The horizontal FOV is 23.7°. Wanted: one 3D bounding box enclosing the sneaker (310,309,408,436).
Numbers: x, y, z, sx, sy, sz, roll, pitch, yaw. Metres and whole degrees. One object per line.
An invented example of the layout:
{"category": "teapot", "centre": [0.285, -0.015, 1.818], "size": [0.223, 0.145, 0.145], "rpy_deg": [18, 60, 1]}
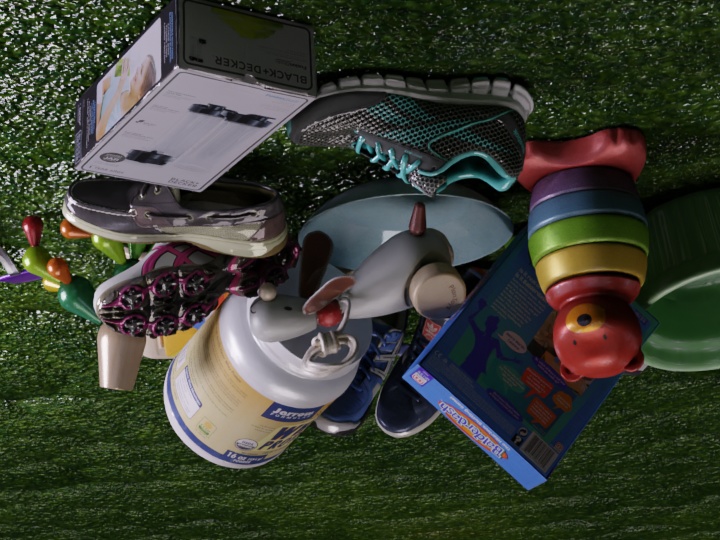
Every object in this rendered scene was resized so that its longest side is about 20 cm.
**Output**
{"category": "sneaker", "centre": [-0.004, 0.087, 1.766], "size": [0.076, 0.200, 0.077], "rpy_deg": [23, 136, 3]}

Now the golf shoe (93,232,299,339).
{"category": "golf shoe", "centre": [-0.157, -0.001, 1.531], "size": [0.200, 0.092, 0.073], "rpy_deg": [-21, 133, -32]}

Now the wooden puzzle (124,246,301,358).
{"category": "wooden puzzle", "centre": [-0.138, 0.043, 1.734], "size": [0.199, 0.037, 0.185], "rpy_deg": [3, 145, 1]}

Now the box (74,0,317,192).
{"category": "box", "centre": [-0.129, -0.130, 1.306], "size": [0.116, 0.060, 0.200], "rpy_deg": [9, 158, -28]}

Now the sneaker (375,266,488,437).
{"category": "sneaker", "centre": [0.075, 0.078, 1.759], "size": [0.075, 0.200, 0.085], "rpy_deg": [32, 174, 26]}

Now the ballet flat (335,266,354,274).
{"category": "ballet flat", "centre": [-0.041, 0.035, 1.778], "size": [0.066, 0.057, 0.200], "rpy_deg": [9, 157, -26]}

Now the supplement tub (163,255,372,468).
{"category": "supplement tub", "centre": [-0.089, 0.088, 1.650], "size": [0.144, 0.145, 0.200], "rpy_deg": [9, 144, -29]}

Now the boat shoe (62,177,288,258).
{"category": "boat shoe", "centre": [-0.160, -0.062, 1.493], "size": [0.200, 0.072, 0.066], "rpy_deg": [10, 129, 5]}

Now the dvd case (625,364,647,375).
{"category": "dvd case", "centre": [0.287, 0.032, 1.760], "size": [0.148, 0.016, 0.200], "rpy_deg": [11, 132, -33]}

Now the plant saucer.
{"category": "plant saucer", "centre": [0.041, -0.049, 1.585], "size": [0.200, 0.039, 0.201], "rpy_deg": [-3, 160, -1]}

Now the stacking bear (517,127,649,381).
{"category": "stacking bear", "centre": [0.199, -0.005, 1.484], "size": [0.121, 0.201, 0.114], "rpy_deg": [-8, 160, 14]}

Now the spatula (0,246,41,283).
{"category": "spatula", "centre": [-0.352, -0.017, 1.647], "size": [0.056, 0.021, 0.200], "rpy_deg": [-15, 156, 16]}

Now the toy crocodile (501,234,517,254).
{"category": "toy crocodile", "centre": [0.195, -0.020, 1.644], "size": [0.062, 0.068, 0.200], "rpy_deg": [-16, 171, -31]}

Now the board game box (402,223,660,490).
{"category": "board game box", "centre": [0.155, 0.070, 1.528], "size": [0.152, 0.200, 0.045], "rpy_deg": [42, 152, -1]}

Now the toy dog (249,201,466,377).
{"category": "toy dog", "centre": [0.000, 0.000, 1.509], "size": [0.200, 0.097, 0.132], "rpy_deg": [-25, -150, -23]}

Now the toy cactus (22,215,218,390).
{"category": "toy cactus", "centre": [-0.222, 0.027, 1.600], "size": [0.199, 0.166, 0.102], "rpy_deg": [7, 179, -13]}

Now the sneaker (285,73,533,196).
{"category": "sneaker", "centre": [0.041, -0.103, 1.357], "size": [0.199, 0.092, 0.078], "rpy_deg": [-2, 159, -2]}

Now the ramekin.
{"category": "ramekin", "centre": [0.340, 0.006, 1.637], "size": [0.199, 0.098, 0.200], "rpy_deg": [-6, 149, -4]}

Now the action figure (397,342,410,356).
{"category": "action figure", "centre": [-0.037, 0.117, 1.947], "size": [0.199, 0.105, 0.193], "rpy_deg": [10, 166, -27]}
